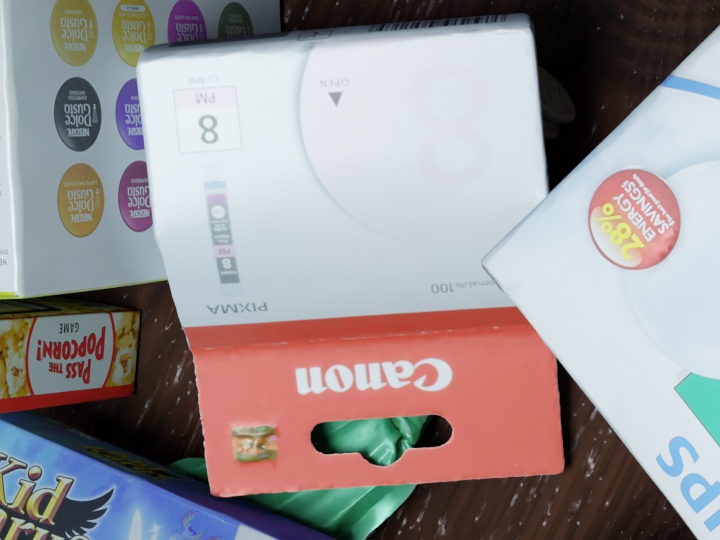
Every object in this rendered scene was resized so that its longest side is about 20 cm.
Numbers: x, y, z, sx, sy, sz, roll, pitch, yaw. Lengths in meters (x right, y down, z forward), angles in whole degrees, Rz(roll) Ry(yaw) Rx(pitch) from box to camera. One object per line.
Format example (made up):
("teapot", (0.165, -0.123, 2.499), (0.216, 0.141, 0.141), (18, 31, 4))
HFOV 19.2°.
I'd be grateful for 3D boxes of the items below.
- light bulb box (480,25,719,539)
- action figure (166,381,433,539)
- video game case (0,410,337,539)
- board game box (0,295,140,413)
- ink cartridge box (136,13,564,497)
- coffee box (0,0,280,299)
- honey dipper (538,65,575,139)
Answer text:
("light bulb box", (0.189, 0.003, 0.781), (0.200, 0.125, 0.198), (-46, 71, 25))
("action figure", (-0.034, 0.107, 0.970), (0.200, 0.055, 0.118), (-41, 71, 22))
("video game case", (-0.122, 0.175, 0.962), (0.200, 0.045, 0.182), (18, 94, 31))
("board game box", (-0.224, 0.033, 0.996), (0.151, 0.200, 0.046), (8, 96, 32))
("ink cartridge box", (0.000, 0.000, 0.881), (0.162, 0.057, 0.201), (-4, 100, 7))
("coffee box", (-0.168, -0.090, 0.951), (0.199, 0.199, 0.199), (0, 94, 31))
("honey dipper", (0.016, -0.013, 0.938), (0.200, 0.038, 0.038), (-46, 71, 26))
